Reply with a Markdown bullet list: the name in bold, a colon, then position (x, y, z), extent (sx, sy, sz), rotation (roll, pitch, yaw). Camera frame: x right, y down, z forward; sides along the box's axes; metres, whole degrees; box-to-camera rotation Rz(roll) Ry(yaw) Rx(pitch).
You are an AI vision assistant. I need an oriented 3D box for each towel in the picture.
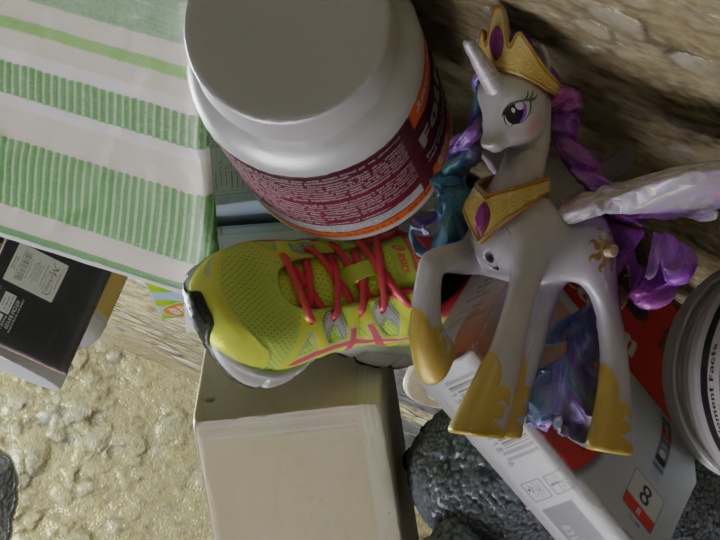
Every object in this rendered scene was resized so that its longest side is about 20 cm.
- **towel**: position (-0.141, -0.082, 1.429), extent (0.152, 0.023, 0.200), rotation (18, 133, 23)

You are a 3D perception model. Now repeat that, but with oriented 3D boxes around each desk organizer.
- **desk organizer**: position (-0.189, -0.038, 1.792), extent (0.072, 0.200, 0.077), rotation (25, 173, -14)

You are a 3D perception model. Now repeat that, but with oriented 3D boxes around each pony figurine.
- **pony figurine**: position (0.103, -0.015, 1.329), extent (0.166, 0.201, 0.193), rotation (5, 176, 44)

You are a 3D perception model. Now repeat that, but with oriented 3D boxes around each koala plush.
- **koala plush**: position (0.098, 0.117, 1.536), extent (0.183, 0.178, 0.200), rotation (10, 173, 34)

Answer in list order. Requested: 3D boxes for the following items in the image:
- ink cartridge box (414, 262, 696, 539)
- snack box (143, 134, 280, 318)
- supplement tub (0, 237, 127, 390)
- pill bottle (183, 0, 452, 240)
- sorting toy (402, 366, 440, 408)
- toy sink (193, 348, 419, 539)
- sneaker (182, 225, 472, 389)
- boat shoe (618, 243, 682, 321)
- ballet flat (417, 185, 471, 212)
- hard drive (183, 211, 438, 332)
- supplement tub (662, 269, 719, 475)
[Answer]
- **ink cartridge box**: position (0.127, 0.045, 1.462), extent (0.050, 0.200, 0.162), rotation (-24, 113, 43)
- **snack box**: position (-0.061, -0.029, 1.585), extent (0.142, 0.053, 0.200), rotation (-6, 163, 2)
- **supplement tub**: position (-0.223, -0.033, 1.900), extent (0.145, 0.200, 0.145), rotation (23, 171, 4)
- **pill bottle**: position (-0.020, -0.090, 1.330), extent (0.114, 0.114, 0.200), rotation (22, 171, 12)
- **sorting toy**: position (0.168, 0.073, 1.895), extent (0.200, 0.107, 0.180), rotation (12, 174, 45)
- **toy sink**: position (-0.029, 0.138, 1.559), extent (0.112, 0.201, 0.130), rotation (-7, -155, 5)
- **sneaker**: position (-0.008, 0.006, 1.435), extent (0.200, 0.078, 0.090), rotation (-6, 159, -48)
- **boat shoe**: position (0.136, 0.012, 1.674), extent (0.075, 0.075, 0.202), rotation (33, 173, 32)
- **ballet flat**: position (0.064, -0.018, 1.704), extent (0.200, 0.062, 0.067), rotation (29, 169, -29)
- **hard drive**: position (0.000, 0.000, 1.563), extent (0.199, 0.027, 0.132), rotation (-3, 162, -5)
- **supplement tub**: position (0.253, 0.055, 1.391), extent (0.140, 0.141, 0.200), rotation (27, 171, -19)
